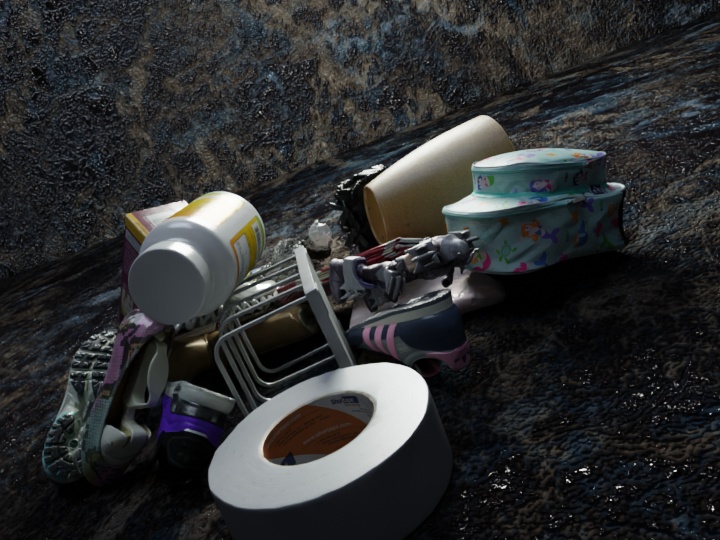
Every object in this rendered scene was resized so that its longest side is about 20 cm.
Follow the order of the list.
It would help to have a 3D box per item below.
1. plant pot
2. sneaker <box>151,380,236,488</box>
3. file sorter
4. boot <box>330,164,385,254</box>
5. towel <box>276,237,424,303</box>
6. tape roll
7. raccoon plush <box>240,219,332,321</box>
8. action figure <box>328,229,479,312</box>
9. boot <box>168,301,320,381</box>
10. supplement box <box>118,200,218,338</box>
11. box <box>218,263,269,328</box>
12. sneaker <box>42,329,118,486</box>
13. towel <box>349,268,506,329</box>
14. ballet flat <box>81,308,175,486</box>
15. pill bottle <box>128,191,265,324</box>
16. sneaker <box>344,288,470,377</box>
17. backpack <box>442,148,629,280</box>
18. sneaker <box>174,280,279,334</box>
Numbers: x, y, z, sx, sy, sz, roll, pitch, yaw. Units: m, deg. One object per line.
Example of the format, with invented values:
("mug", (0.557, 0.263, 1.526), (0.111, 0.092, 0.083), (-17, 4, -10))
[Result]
("plant pot", (0.110, -0.109, 0.996), (0.197, 0.189, 0.186), (-17, 15, -11))
("sneaker", (-0.186, 0.174, 0.715), (0.200, 0.069, 0.101), (144, 144, -69))
("file sorter", (-0.084, 0.079, 0.777), (0.123, 0.140, 0.200), (-24, 16, -1))
("boot", (0.047, -0.089, 1.093), (0.073, 0.164, 0.197), (-2, 25, 48))
("towel", (0.000, 0.000, 0.935), (0.198, 0.023, 0.144), (-22, -8, 26))
("tape roll", (-0.025, 0.158, 0.575), (0.198, 0.067, 0.201), (-19, 17, 6))
("raccoon plush", (-0.125, 0.009, 0.992), (0.134, 0.096, 0.201), (-43, -17, -30))
("action figure", (0.055, 0.001, 0.770), (0.129, 0.070, 0.199), (-4, -9, -41))
("boot", (-0.167, 0.093, 0.912), (0.197, 0.067, 0.175), (-18, 2, 10))
("supplement box", (-0.275, 0.022, 1.000), (0.103, 0.202, 0.131), (-21, 51, -42))
("box", (-0.185, 0.042, 1.173), (0.198, 0.050, 0.161), (-21, 20, 4))
("sneaker", (-0.330, 0.162, 0.823), (0.086, 0.077, 0.202), (-48, 21, 46))
("towel", (0.083, 0.030, 0.907), (0.198, 0.033, 0.191), (-19, 16, 8))
("ballet flat", (-0.245, 0.142, 0.729), (0.071, 0.203, 0.069), (15, -2, 39))
("pill bottle", (-0.184, -0.015, 0.777), (0.110, 0.112, 0.200), (-17, 16, 13))
("sneaker", (0.045, 0.080, 0.733), (0.070, 0.083, 0.200), (-24, -1, -26))
("backpack", (0.202, -0.067, 0.822), (0.198, 0.153, 0.177), (-21, 17, -24))
("sneaker", (-0.194, 0.031, 0.901), (0.198, 0.082, 0.075), (-13, -3, -40))
